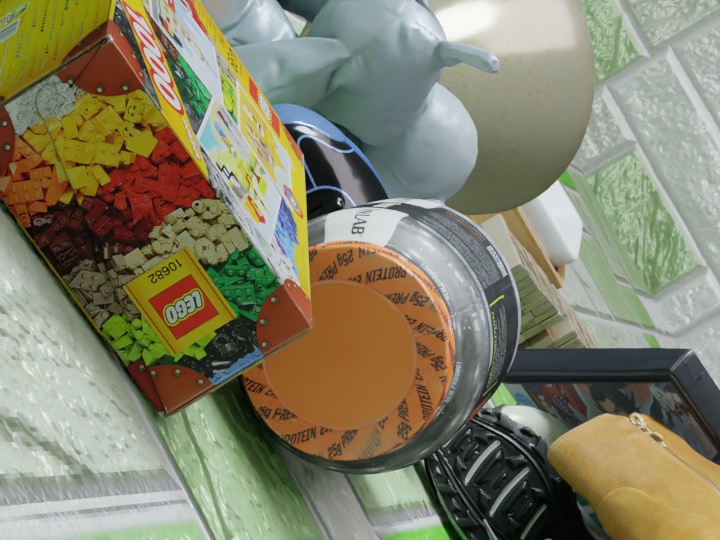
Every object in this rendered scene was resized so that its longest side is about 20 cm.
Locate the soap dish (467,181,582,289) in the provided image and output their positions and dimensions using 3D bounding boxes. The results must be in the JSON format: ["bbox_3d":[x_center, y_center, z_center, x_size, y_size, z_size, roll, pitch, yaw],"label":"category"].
[{"bbox_3d":[0.115,-0.063,2.104,0.158,0.081,0.200,58,10,-6],"label":"soap dish"}]

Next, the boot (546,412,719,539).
[{"bbox_3d":[0.151,0.141,1.376,0.144,0.071,0.201,38,25,25],"label":"boot"}]

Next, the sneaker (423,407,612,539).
[{"bbox_3d":[0.105,0.158,1.476,0.200,0.074,0.079,46,-14,-12],"label":"sneaker"}]

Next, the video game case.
[{"bbox_3d":[0.186,0.124,1.553,0.181,0.025,0.200,54,-23,-15],"label":"video game case"}]

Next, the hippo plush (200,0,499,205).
[{"bbox_3d":[0.011,-0.120,1.522,0.161,0.198,0.160,59,29,-50],"label":"hippo plush"}]

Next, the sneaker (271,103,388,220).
[{"bbox_3d":[0.000,0.000,1.412,0.201,0.070,0.078,56,6,-20],"label":"sneaker"}]

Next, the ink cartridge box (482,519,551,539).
[{"bbox_3d":[0.122,0.213,1.370,0.095,0.037,0.200,57,-3,42],"label":"ink cartridge box"}]

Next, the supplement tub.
[{"bbox_3d":[0.009,0.030,1.220,0.123,0.122,0.200,60,10,2],"label":"supplement tub"}]

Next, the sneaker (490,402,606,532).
[{"bbox_3d":[0.131,0.169,1.557,0.200,0.070,0.094,57,4,-28],"label":"sneaker"}]

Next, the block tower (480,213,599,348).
[{"bbox_3d":[0.132,0.036,1.984,0.200,0.058,0.054,50,13,-50],"label":"block tower"}]

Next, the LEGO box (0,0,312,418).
[{"bbox_3d":[-0.092,-0.053,1.096,0.149,0.077,0.200,55,11,-21],"label":"LEGO box"}]

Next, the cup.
[{"bbox_3d":[0.033,-0.125,1.675,0.143,0.200,0.201,-18,75,-51],"label":"cup"}]
